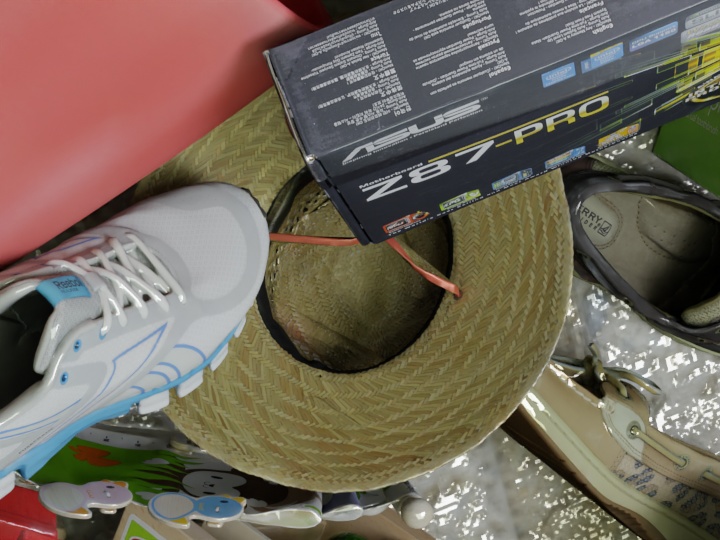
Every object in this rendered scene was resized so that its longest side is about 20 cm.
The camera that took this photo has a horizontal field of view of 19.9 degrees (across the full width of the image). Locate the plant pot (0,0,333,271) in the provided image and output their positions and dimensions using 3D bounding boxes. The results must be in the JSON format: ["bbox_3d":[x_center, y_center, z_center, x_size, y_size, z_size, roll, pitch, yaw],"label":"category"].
[{"bbox_3d":[-0.138,-0.096,0.745,0.177,0.200,0.200,-44,117,10],"label":"plant pot"}]

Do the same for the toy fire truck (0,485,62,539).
[{"bbox_3d":[-0.155,0.158,0.812,0.049,0.141,0.200,20,116,-23],"label":"toy fire truck"}]

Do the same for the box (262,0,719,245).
[{"bbox_3d":[0.075,-0.078,0.745,0.200,0.161,0.049,-22,77,2],"label":"box"}]

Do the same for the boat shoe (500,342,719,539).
[{"bbox_3d":[0.122,0.078,0.956,0.200,0.073,0.063,40,87,-37],"label":"boat shoe"}]

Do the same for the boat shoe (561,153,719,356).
[{"bbox_3d":[0.156,0.003,0.937,0.200,0.065,0.073,20,101,-24],"label":"boat shoe"}]

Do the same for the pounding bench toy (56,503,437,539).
[{"bbox_3d":[-0.050,0.158,0.902,0.156,0.200,0.124,1,115,-52],"label":"pounding bench toy"}]

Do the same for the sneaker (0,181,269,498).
[{"bbox_3d":[-0.103,0.021,0.758,0.075,0.087,0.200,46,58,9],"label":"sneaker"}]

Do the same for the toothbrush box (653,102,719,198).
[{"bbox_3d":[0.217,-0.115,0.871,0.086,0.146,0.200,12,106,-21],"label":"toothbrush box"}]

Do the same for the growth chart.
[{"bbox_3d":[-0.068,0.081,0.851,0.200,0.145,0.018,7,100,-18],"label":"growth chart"}]

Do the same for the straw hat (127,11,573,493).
[{"bbox_3d":[0.000,0.000,0.866,0.201,0.085,0.202,-2,76,7],"label":"straw hat"}]
